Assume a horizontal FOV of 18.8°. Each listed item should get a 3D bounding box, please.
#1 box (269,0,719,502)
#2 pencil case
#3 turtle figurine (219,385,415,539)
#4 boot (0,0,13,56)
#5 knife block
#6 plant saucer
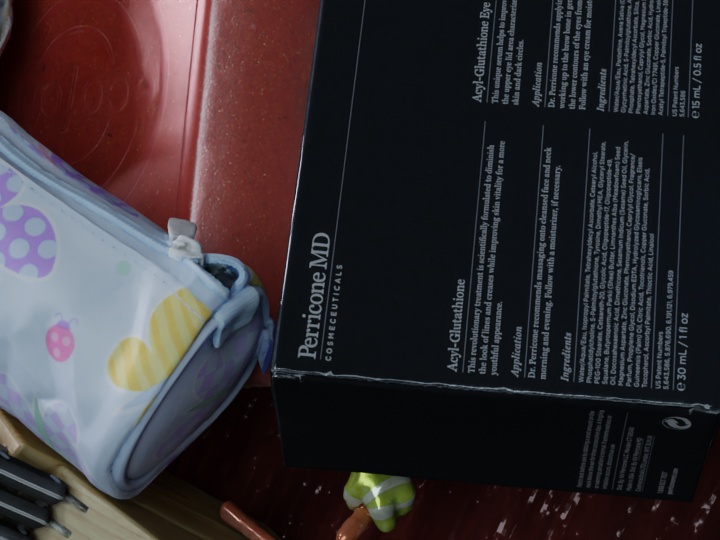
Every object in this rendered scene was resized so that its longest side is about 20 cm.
[{"bbox_3d":[0.051,-0.034,0.731,0.140,0.079,0.201,6,62,2],"label":"box"},{"bbox_3d":[-0.124,-0.012,0.711,0.199,0.091,0.083,34,50,14],"label":"pencil case"},{"bbox_3d":[0.000,0.000,0.795,0.160,0.065,0.201,-23,51,-1],"label":"turtle figurine"},{"bbox_3d":[-0.176,-0.054,0.799,0.095,0.073,0.202,-16,70,53],"label":"boot"},{"bbox_3d":[-0.124,0.077,0.751,0.175,0.200,0.064,36,93,9],"label":"knife block"},{"bbox_3d":[-0.099,-0.062,0.809,0.199,0.037,0.202,0,83,43],"label":"plant saucer"}]
